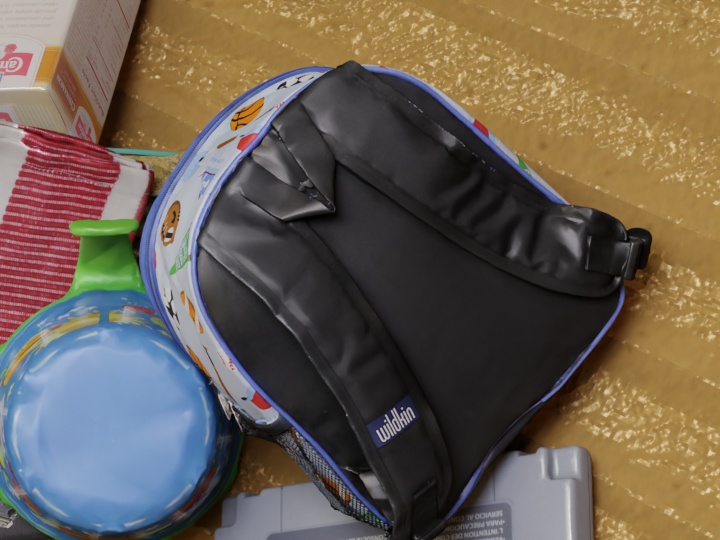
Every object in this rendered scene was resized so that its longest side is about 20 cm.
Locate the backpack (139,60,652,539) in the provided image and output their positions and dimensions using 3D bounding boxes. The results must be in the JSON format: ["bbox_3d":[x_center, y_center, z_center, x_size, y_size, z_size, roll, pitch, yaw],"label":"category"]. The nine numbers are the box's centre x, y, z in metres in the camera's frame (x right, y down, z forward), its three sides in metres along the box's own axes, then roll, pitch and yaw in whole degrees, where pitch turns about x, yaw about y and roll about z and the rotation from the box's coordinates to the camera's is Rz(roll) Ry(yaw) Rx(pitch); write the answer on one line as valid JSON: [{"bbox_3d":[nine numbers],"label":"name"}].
[{"bbox_3d":[0.000,0.000,1.001,0.200,0.191,0.154,-51,27,-18],"label":"backpack"}]

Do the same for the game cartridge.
[{"bbox_3d":[0.019,0.161,1.038,0.200,0.042,0.134,-11,71,28],"label":"game cartridge"}]

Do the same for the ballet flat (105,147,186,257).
[{"bbox_3d":[-0.082,-0.035,1.155,0.200,0.071,0.071,-2,71,37],"label":"ballet flat"}]

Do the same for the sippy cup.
[{"bbox_3d":[-0.120,0.074,1.065,0.140,0.130,0.178,-38,92,-6],"label":"sippy cup"}]

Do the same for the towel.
[{"bbox_3d":[-0.216,-0.013,1.108,0.023,0.200,0.144,-132,60,-67],"label":"towel"}]

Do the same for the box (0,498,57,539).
[{"bbox_3d":[-0.249,0.125,1.141,0.199,0.048,0.159,-6,65,-13],"label":"box"}]

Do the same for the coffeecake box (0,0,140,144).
[{"bbox_3d":[-0.207,-0.150,1.217,0.153,0.073,0.200,0,53,17],"label":"coffeecake box"}]
